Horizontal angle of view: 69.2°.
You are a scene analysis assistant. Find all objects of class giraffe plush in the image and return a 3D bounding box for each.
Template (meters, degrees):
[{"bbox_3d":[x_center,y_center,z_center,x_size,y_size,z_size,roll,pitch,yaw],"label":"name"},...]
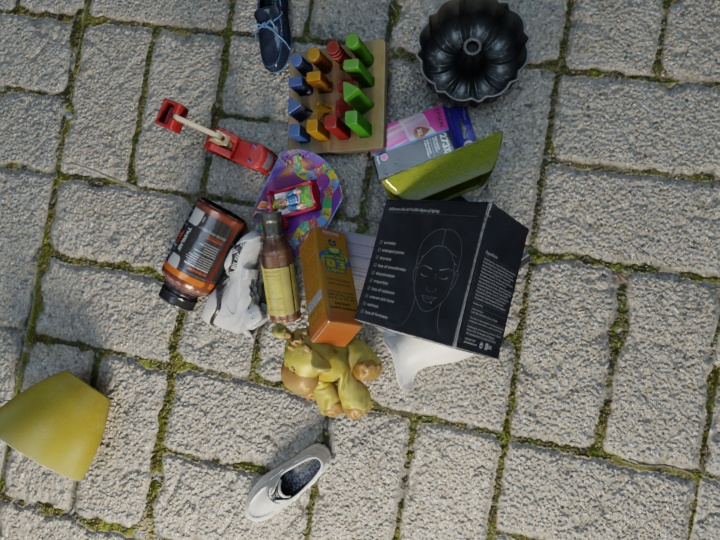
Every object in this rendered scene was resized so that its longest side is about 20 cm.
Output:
[{"bbox_3d":[-0.069,0.155,0.893,0.170,0.161,0.204,-2,83,31],"label":"giraffe plush"}]

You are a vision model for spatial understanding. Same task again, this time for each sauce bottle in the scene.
[{"bbox_3d":[-0.151,-0.006,0.964,0.065,0.066,0.204,-4,100,8],"label":"sauce bottle"}]

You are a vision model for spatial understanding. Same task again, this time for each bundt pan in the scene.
[{"bbox_3d":[0.200,-0.385,0.943,0.198,0.076,0.206,-1,83,8],"label":"bundt pan"}]

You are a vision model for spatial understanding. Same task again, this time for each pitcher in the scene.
[{"bbox_3d":[0.124,0.088,0.916,0.199,0.121,0.173,-34,82,17],"label":"pitcher"}]

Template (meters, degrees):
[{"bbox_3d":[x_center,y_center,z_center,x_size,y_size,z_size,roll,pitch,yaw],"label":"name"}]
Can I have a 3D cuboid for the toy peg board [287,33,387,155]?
[{"bbox_3d":[-0.058,-0.325,0.953,0.196,0.098,0.204,0,86,20],"label":"toy peg board"}]

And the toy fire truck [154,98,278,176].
[{"bbox_3d":[-0.262,-0.244,0.976,0.197,0.141,0.049,24,91,9],"label":"toy fire truck"}]

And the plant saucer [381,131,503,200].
[{"bbox_3d":[0.142,-0.150,0.881,0.197,0.200,0.049,-21,87,7],"label":"plant saucer"}]

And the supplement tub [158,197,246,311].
[{"bbox_3d":[-0.305,-0.027,0.989,0.106,0.107,0.202,28,91,9],"label":"supplement tub"}]

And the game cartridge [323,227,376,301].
[{"bbox_3d":[0.000,0.000,0.943,0.198,0.038,0.132,13,94,35],"label":"game cartridge"}]

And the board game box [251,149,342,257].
[{"bbox_3d":[-0.128,-0.124,0.976,0.157,0.039,0.202,35,106,15],"label":"board game box"}]

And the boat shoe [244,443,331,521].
[{"bbox_3d":[-0.138,0.398,0.960,0.198,0.068,0.073,-33,83,5],"label":"boat shoe"}]

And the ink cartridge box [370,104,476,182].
[{"bbox_3d":[0.114,-0.242,0.974,0.197,0.037,0.096,-17,84,5],"label":"ink cartridge box"}]

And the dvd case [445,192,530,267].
[{"bbox_3d":[0.169,-0.041,0.898,0.149,0.025,0.201,-34,50,-1],"label":"dvd case"}]

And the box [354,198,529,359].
[{"bbox_3d":[0.118,0.007,0.781,0.198,0.123,0.200,10,84,46],"label":"box"}]

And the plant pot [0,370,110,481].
[{"bbox_3d":[-0.564,0.277,0.986,0.198,0.201,0.143,28,65,9],"label":"plant pot"}]

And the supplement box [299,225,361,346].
[{"bbox_3d":[-0.053,0.023,0.876,0.069,0.066,0.202,-53,38,39],"label":"supplement box"}]

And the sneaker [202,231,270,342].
[{"bbox_3d":[-0.210,0.034,0.990,0.114,0.075,0.202,30,97,8],"label":"sneaker"}]

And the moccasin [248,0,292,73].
[{"bbox_3d":[-0.180,-0.486,1.008,0.079,0.068,0.204,-9,82,21],"label":"moccasin"}]
